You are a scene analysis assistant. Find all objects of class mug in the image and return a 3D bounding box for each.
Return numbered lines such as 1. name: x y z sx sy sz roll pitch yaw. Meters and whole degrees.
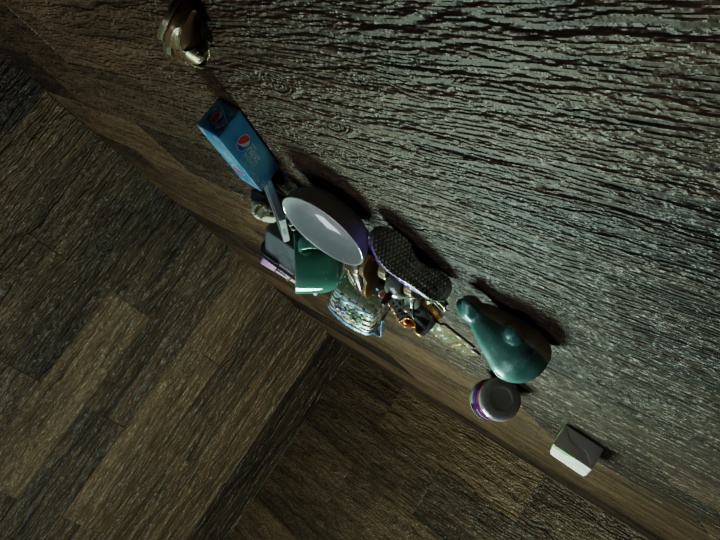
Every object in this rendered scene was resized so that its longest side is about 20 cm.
1. mug: -0.098 -0.020 1.699 0.112 0.155 0.185 -2 -166 -6

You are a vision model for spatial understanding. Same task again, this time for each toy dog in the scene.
1. toy dog: 0.090 0.058 1.602 0.131 0.097 0.200 26 166 45

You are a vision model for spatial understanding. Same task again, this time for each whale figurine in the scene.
1. whale figurine: 0.252 0.129 1.347 0.199 0.105 0.159 36 171 0

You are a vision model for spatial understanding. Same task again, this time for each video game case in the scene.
1. video game case: -0.192 -0.152 1.622 0.200 0.018 0.146 105 144 -80

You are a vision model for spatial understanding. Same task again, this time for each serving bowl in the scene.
1. serving bowl: -0.058 -0.099 1.448 0.198 0.066 0.201 33 161 13

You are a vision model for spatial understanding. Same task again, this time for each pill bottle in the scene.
1. pill bottle: 0.357 0.347 1.966 0.112 0.113 0.200 35 170 5

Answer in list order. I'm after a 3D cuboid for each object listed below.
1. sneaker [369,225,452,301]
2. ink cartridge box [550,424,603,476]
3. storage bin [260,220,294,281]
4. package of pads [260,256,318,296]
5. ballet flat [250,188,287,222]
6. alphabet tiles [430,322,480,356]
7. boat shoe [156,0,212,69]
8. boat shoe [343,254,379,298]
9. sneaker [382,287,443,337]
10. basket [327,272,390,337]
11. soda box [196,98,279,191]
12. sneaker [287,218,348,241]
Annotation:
1. sneaker: 0.080 -0.011 1.403 0.199 0.070 0.099 41 171 -21
2. ink cartridge box: 0.582 0.490 1.983 0.116 0.068 0.200 32 168 20
3. storage bin: -0.165 -0.058 1.873 0.198 0.146 0.135 34 160 11
4. package of pads: -0.171 -0.027 2.008 0.198 0.076 0.121 30 136 3
5. ballet flat: -0.233 -0.156 1.814 0.073 0.074 0.199 43 169 -37
6. alphabet tiles: 0.229 0.172 1.915 0.165 0.006 0.200 37 170 -5
7. boat shoe: -0.241 -0.336 1.040 0.067 0.073 0.200 33 -179 -12
8. boat shoe: 0.000 0.000 1.730 0.069 0.071 0.201 25 159 17
9. sneaker: 0.108 0.093 1.763 0.078 0.078 0.199 41 171 -38
10. basket: -0.006 0.087 1.940 0.175 0.140 0.201 33 161 14
11. soda box: -0.233 -0.241 1.423 0.064 0.068 0.200 31 169 26
12. sneaker: -0.072 -0.082 1.574 0.198 0.081 0.074 30 167 24
